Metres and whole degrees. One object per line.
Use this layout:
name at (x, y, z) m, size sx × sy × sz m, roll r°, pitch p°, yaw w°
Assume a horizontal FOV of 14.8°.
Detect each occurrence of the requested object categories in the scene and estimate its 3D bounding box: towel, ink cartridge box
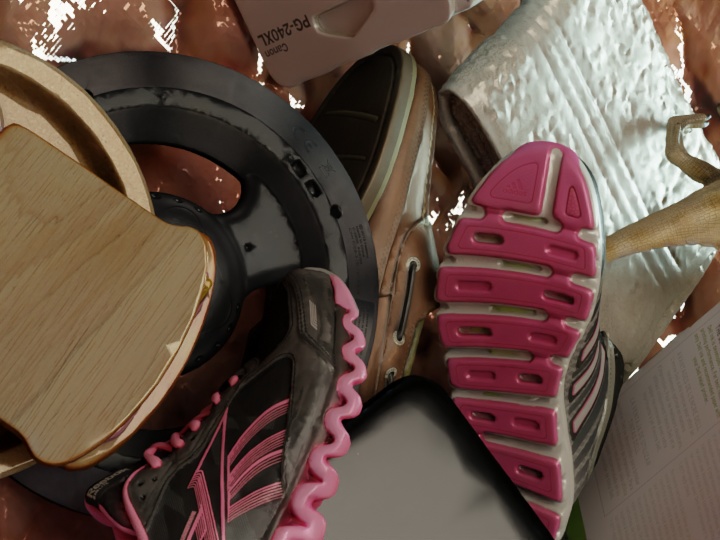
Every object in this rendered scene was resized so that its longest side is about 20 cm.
towel at (0.113, -0.054, 1.338) m, size 0.133 × 0.034 × 0.200 m, roll -52°, pitch 130°, yaw -30°
ink cartridge box at (0.188, 0.087, 1.262) m, size 0.076 × 0.200 × 0.148 m, roll 31°, pitch 31°, yaw -29°
ink cartridge box at (0.048, -0.175, 1.274) m, size 0.200 × 0.145 × 0.083 m, roll -35°, pitch 100°, yaw -38°

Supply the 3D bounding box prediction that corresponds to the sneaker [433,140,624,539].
sneaker at (0.080, 0.030, 1.262) m, size 0.087 × 0.074 × 0.200 m, roll -47°, pitch 141°, yaw -61°

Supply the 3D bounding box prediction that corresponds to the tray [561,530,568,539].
tray at (0.075, 0.206, 1.290) m, size 0.107 × 0.022 × 0.200 m, roll 23°, pitch 67°, yaw -31°

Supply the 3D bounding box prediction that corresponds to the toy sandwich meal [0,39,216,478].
toy sandwich meal at (-0.160, -0.003, 1.087) m, size 0.205 × 0.070 × 0.205 m, roll 2°, pitch 83°, yaw -17°

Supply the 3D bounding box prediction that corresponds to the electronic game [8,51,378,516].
electronic game at (-0.089, 0.007, 1.167) m, size 0.200 × 0.042 × 0.200 m, roll 2°, pitch 83°, yaw -16°

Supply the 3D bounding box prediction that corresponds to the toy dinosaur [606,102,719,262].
toy dinosaur at (0.181, -0.035, 1.319) m, size 0.200 × 0.058 × 0.101 m, roll -2°, pitch 67°, yaw -20°

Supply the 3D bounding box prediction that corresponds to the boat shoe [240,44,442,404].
boat shoe at (0.000, 0.000, 1.251) m, size 0.068 × 0.072 × 0.200 m, roll 25°, pitch 77°, yaw -31°

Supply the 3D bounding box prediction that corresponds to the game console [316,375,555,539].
game console at (-0.004, 0.178, 1.189) m, size 0.200 × 0.116 × 0.176 m, roll -36°, pitch 147°, yaw -25°

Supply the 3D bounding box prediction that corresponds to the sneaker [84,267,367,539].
sneaker at (-0.058, 0.084, 1.103) m, size 0.095 × 0.079 × 0.200 m, roll 17°, pitch 69°, yaw -5°
